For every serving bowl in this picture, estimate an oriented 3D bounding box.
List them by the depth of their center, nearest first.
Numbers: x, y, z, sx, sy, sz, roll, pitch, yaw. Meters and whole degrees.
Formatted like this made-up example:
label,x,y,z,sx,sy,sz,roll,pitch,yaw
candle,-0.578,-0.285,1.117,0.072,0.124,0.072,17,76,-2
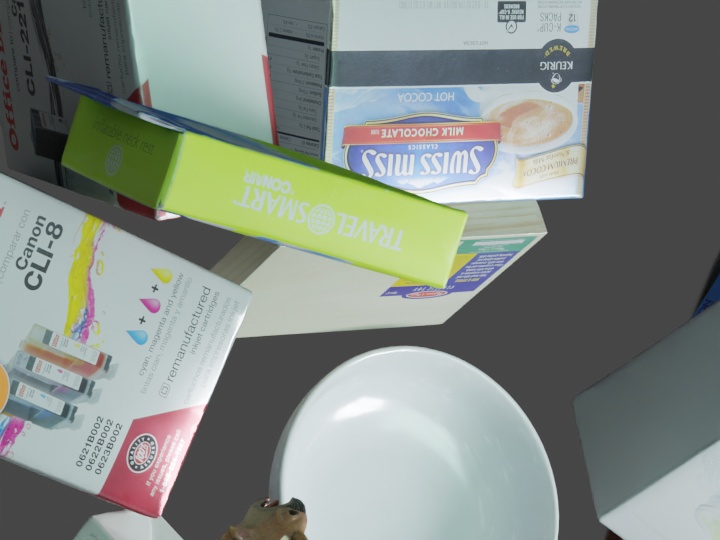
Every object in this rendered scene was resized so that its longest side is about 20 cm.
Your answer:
label,x,y,z,sx,sy,sz,roll,pitch,yaw
serving bowl,0.025,0.152,1.817,0.200,0.066,0.201,8,72,-25

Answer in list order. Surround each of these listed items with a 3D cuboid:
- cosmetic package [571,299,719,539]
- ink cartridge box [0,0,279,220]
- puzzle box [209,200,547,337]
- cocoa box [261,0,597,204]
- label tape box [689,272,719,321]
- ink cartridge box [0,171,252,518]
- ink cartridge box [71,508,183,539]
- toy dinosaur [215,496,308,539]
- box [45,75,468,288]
label,x,y,z,sx,sy,sz,roll,pitch,yaw
cosmetic package,0.284,0.123,1.917,0.200,0.123,0.199,-36,126,24
ink cartridge box,-0.133,-0.119,1.597,0.084,0.200,0.145,-15,107,-27
puzzle box,0.000,0.000,1.758,0.200,0.133,0.025,-3,65,-34
cocoa box,0.026,-0.111,1.744,0.200,0.133,0.132,-3,101,-33
label tape box,0.336,0.048,2.030,0.200,0.066,0.143,40,77,-35
ink cartridge box,-0.197,0.030,1.614,0.200,0.145,0.146,26,85,-34
ink cartridge box,-0.157,0.248,1.650,0.200,0.116,0.067,-53,160,20
toy dinosaur,-0.102,0.233,1.709,0.086,0.135,0.201,-7,103,-61
box,-0.059,-0.045,1.466,0.200,0.122,0.048,16,94,-32
